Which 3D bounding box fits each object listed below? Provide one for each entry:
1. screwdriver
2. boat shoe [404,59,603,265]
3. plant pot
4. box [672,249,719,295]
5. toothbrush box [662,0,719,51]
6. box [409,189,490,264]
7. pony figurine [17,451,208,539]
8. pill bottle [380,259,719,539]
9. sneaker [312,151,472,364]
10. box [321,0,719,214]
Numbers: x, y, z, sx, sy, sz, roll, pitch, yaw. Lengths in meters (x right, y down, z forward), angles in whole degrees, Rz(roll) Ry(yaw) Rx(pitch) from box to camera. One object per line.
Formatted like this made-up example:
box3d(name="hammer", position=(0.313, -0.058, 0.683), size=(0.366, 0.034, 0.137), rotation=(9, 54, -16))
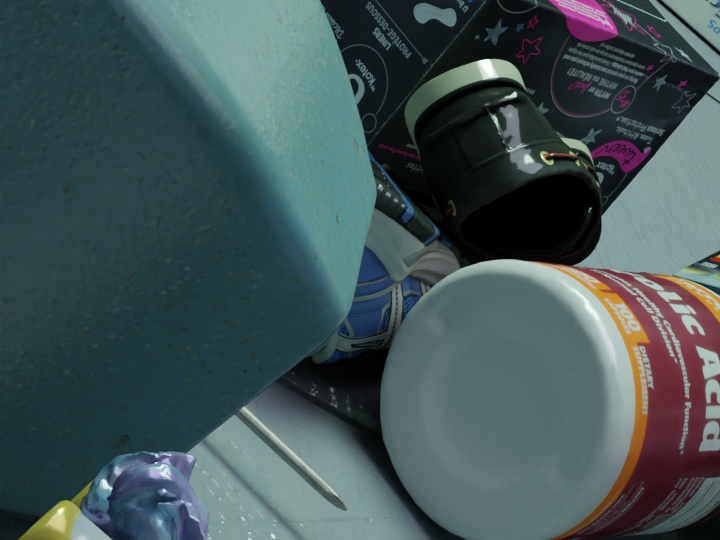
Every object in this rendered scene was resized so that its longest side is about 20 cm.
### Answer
box3d(name="screwdriver", position=(-0.081, 0.022, 0.899), size=(0.200, 0.028, 0.029), rotation=(47, 52, 9))
box3d(name="boat shoe", position=(0.071, -0.030, 1.081), size=(0.063, 0.073, 0.201), rotation=(66, 8, 19))
box3d(name="plant pot", position=(-0.103, -0.041, 0.774), size=(0.200, 0.196, 0.196), rotation=(46, 20, -14))
box3d(name="box", position=(0.228, 0.070, 1.106), size=(0.200, 0.040, 0.138), rotation=(19, -49, 62))
box3d(name="toothbrush box", position=(0.297, -0.262, 2.008), size=(0.146, 0.085, 0.200), rotation=(41, 23, -3))
box3d(name="box", position=(0.034, -0.048, 1.218), size=(0.143, 0.036, 0.200), rotation=(44, 23, 6))
box3d(name="pony figurine", position=(-0.021, 0.144, 0.641), size=(0.200, 0.167, 0.193), rotation=(46, 53, 1))
box3d(name="pill bottle", position=(0.106, 0.056, 1.031), size=(0.114, 0.114, 0.200), rotation=(52, 24, 24))
box3d(name="sneaker", position=(0.000, 0.000, 1.026), size=(0.076, 0.077, 0.200), rotation=(49, 4, 26))
box3d(name="box", position=(0.053, -0.112, 1.170), size=(0.199, 0.115, 0.132), rotation=(13, 34, -52))
